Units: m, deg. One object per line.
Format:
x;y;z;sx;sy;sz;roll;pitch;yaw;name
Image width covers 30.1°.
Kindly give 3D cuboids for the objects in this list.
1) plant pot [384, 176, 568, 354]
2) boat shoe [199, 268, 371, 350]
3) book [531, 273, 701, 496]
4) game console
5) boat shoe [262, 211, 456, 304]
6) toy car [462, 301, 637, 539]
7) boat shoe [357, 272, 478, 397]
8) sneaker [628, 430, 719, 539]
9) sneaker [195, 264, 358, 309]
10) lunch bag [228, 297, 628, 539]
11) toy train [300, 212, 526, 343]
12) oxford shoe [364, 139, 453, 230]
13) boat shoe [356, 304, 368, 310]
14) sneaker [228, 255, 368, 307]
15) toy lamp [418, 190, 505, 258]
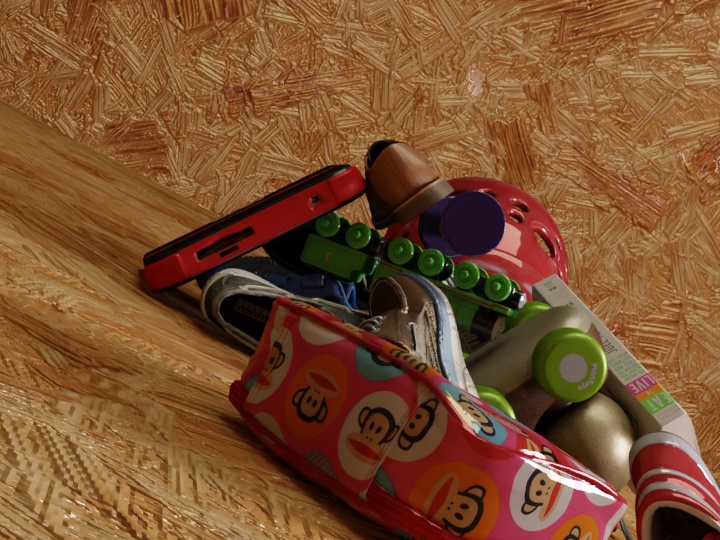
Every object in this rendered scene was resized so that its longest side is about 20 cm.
0.108;0.030;1.342;0.200;0.201;0.183;28;27;-5;plant pot
-0.032;0.058;1.065;0.199;0.071;0.064;20;4;-19;boat shoe
0.220;0.108;1.160;0.200;0.048;0.134;53;-14;48;book
-0.095;-0.039;1.154;0.031;0.199;0.177;65;-7;-7;game console
0.000;0.000;1.205;0.199;0.072;0.068;26;22;21;boat shoe
0.158;0.145;1.083;0.201;0.157;0.164;57;1;-8;toy car
0.031;0.063;0.993;0.072;0.073;0.200;10;30;-23;boat shoe
0.268;0.219;0.985;0.200;0.071;0.113;46;21;-7;sneaker
-0.050;0.034;1.172;0.199;0.083;0.074;27;4;9;sneaker
0.041;0.096;0.721;0.176;0.082;0.200;28;1;-41;lunch bag
0.040;0.005;1.103;0.199;0.057;0.042;21;-1;23;toy train
0.032;-0.080;1.156;0.071;0.071;0.200;54;-7;-2;oxford shoe
0.006;0.068;1.226;0.199;0.076;0.072;30;0;18;boat shoe
-0.073;0.034;1.325;0.199;0.083;0.070;9;22;31;sneaker
0.081;-0.039;1.136;0.058;0.058;0.200;28;-2;-2;toy lamp
